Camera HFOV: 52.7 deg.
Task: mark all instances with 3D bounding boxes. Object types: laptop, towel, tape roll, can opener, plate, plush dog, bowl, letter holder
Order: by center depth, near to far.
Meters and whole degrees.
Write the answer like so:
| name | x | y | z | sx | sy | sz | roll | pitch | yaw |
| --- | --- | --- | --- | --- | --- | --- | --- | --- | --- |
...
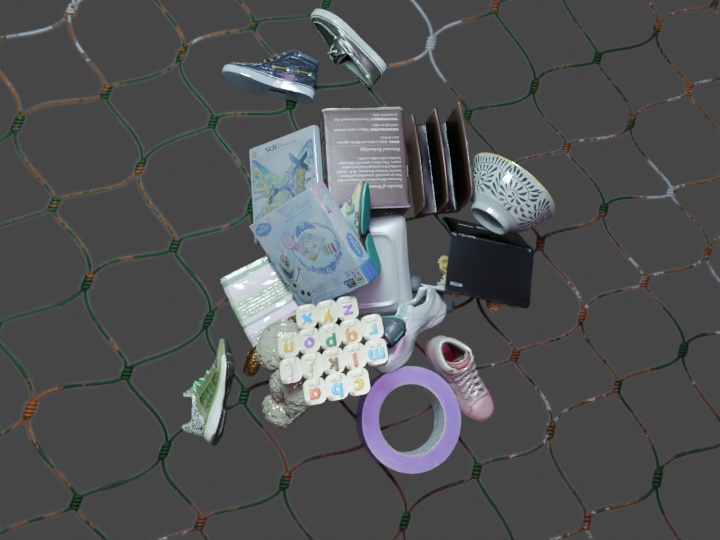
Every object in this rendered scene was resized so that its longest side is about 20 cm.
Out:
| name | x | y | z | sx | sy | sz | roll | pitch | yaw |
| --- | --- | --- | --- | --- | --- | --- | --- | --- | --- |
| plush dog | -0.129 | 0.178 | 1.378 | 0.199 | 0.161 | 0.173 | -36 | 81 | -12 |
| tape roll | 0.093 | 0.291 | 1.425 | 0.197 | 0.085 | 0.203 | 1 | 81 | -8 |
| plate | 0.000 | 0.000 | 1.436 | 0.196 | 0.032 | 0.203 | -5 | 103 | 3 |
| towel | -0.174 | 0.075 | 1.456 | 0.148 | 0.031 | 0.202 | -27 | 87 | -10 |
| bowl | 0.285 | -0.135 | 1.472 | 0.200 | 0.201 | 0.095 | 38 | 81 | 0 |
| laptop | 0.251 | -0.021 | 1.478 | 0.174 | 0.200 | 0.105 | 12 | 107 | -6 |
| can opener | 0.103 | 0.040 | 1.486 | 0.197 | 0.053 | 0.068 | 13 | 79 | -6 |
| letter holder | 0.161 | -0.230 | 1.496 | 0.099 | 0.142 | 0.203 | -5 | 81 | -9 |

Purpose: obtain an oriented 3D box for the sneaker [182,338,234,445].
| name | x | y | z | sx | sy | sz | roll | pitch | yaw |
| --- | --- | --- | --- | --- | --- | --- | --- | --- | --- |
| sneaker | -0.296 | 0.227 | 1.389 | 0.087 | 0.077 | 0.203 | 8 | 77 | 2 |

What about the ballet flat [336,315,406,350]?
| name | x | y | z | sx | sy | sz | roll | pitch | yaw |
| --- | --- | --- | --- | --- | --- | --- | --- | --- | --- |
| ballet flat | -0.001 | 0.126 | 1.390 | 0.073 | 0.198 | 0.074 | 9 | 78 | -48 |

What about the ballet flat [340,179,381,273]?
| name | x | y | z | sx | sy | sz | roll | pitch | yaw |
| --- | --- | --- | --- | --- | --- | --- | --- | --- | --- |
| ballet flat | -0.009 | -0.072 | 1.352 | 0.070 | 0.202 | 0.069 | 2 | 34 | 19 |

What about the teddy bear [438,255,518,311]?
| name | x | y | z | sx | sy | sz | roll | pitch | yaw |
| --- | --- | --- | --- | --- | --- | --- | --- | --- | --- |
| teddy bear | 0.250 | 0.017 | 1.481 | 0.197 | 0.146 | 0.067 | 21 | 122 | -5 |

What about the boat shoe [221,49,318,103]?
| name | x | y | z | sx | sy | sz | roll | pitch | yaw |
| --- | --- | --- | --- | --- | --- | --- | --- | --- | --- |
| boat shoe | -0.185 | -0.419 | 1.520 | 0.197 | 0.071 | 0.092 | 13 | 77 | -13 |

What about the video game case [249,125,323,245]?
| name | x | y | z | sx | sy | sz | roll | pitch | yaw |
| --- | --- | --- | --- | --- | --- | --- | --- | --- | --- |
| video game case | -0.147 | -0.166 | 1.440 | 0.022 | 0.180 | 0.203 | 7 | 75 | -52 |

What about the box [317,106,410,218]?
| name | x | y | z | sx | sy | sz | roll | pitch | yaw |
| --- | --- | --- | --- | --- | --- | --- | --- | --- | --- |
| box | 0.000 | -0.201 | 1.455 | 0.161 | 0.166 | 0.203 | -3 | 81 | -9 |

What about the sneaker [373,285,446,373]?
| name | x | y | z | sx | sy | sz | roll | pitch | yaw |
| --- | --- | --- | --- | --- | --- | --- | --- | --- | --- |
| sneaker | 0.085 | 0.110 | 1.418 | 0.201 | 0.070 | 0.081 | -49 | 132 | -19 |

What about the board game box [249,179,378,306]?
| name | x | y | z | sx | sy | sz | roll | pitch | yaw |
| --- | --- | --- | --- | --- | --- | --- | --- | --- | --- |
| board game box | -0.090 | -0.040 | 1.362 | 0.200 | 0.199 | 0.043 | 57 | 45 | -9 |

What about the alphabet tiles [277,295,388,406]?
| name | x | y | z | sx | sy | sz | roll | pitch | yaw |
| --- | --- | --- | --- | --- | --- | --- | --- | --- | --- |
| alphabet tiles | -0.051 | 0.143 | 1.314 | 0.197 | 0.015 | 0.198 | -12 | 59 | 2 |

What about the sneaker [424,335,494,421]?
| name | x | y | z | sx | sy | sz | roll | pitch | yaw |
| --- | --- | --- | --- | --- | --- | --- | --- | --- | --- |
| sneaker | 0.205 | 0.215 | 1.446 | 0.075 | 0.105 | 0.201 | -35 | 88 | -14 |

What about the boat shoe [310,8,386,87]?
| name | x | y | z | sx | sy | sz | roll | pitch | yaw |
| --- | --- | --- | --- | --- | --- | --- | --- | --- | --- |
| boat shoe | -0.036 | -0.473 | 1.547 | 0.199 | 0.071 | 0.064 | 40 | 76 | -2 |
